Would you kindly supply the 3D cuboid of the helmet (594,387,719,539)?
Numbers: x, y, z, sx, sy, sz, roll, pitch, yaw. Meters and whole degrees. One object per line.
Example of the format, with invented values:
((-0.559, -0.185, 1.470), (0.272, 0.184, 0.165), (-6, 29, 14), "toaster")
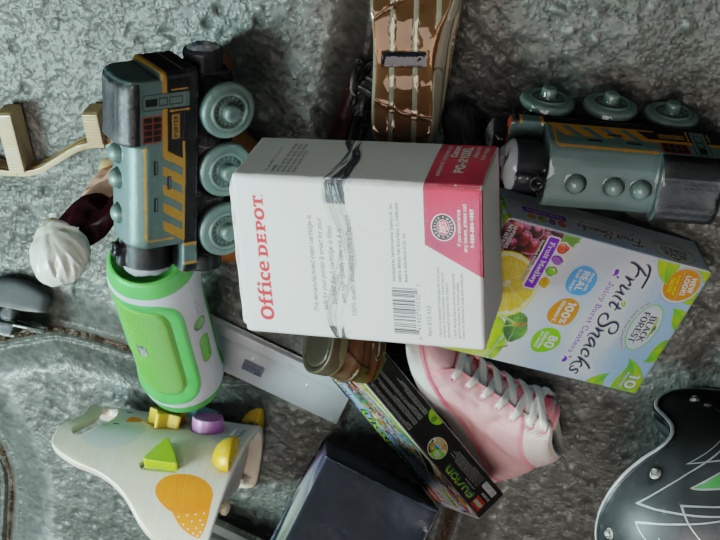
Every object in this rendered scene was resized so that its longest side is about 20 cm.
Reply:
((0.312, 0.216, 1.297), (0.200, 0.191, 0.200), (6, 120, 11), "helmet")

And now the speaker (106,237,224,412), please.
((-0.179, 0.047, 1.355), (0.088, 0.089, 0.200), (7, 142, 11), "speaker")

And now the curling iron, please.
((-0.028, -0.095, 1.273), (0.026, 0.050, 0.200), (22, 108, -4), "curling iron")

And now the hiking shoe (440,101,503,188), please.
((0.075, -0.051, 1.277), (0.101, 0.076, 0.200), (-3, 119, 13), "hiking shoe")

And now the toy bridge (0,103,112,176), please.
((-0.323, -0.122, 1.372), (0.200, 0.027, 0.067), (2, 122, 14), "toy bridge")

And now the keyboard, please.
((-0.104, 0.090, 1.447), (0.200, 0.011, 0.056), (25, 128, 0), "keyboard")

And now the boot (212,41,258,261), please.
((-0.096, -0.094, 1.303), (0.155, 0.077, 0.200), (16, 112, -3), "boot")

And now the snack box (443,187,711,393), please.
((0.179, 0.020, 1.261), (0.200, 0.053, 0.142), (14, 123, -20), "snack box")

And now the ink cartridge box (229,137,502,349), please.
((0.007, -0.024, 1.166), (0.200, 0.084, 0.145), (4, 119, 14), "ink cartridge box")

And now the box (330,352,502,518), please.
((0.042, 0.143, 1.374), (0.035, 0.110, 0.200), (-42, 100, -14), "box")

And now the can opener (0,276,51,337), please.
((-0.408, 0.027, 1.478), (0.200, 0.053, 0.067), (13, 89, 8), "can opener")

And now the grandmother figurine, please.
((-0.233, -0.049, 1.288), (0.121, 0.200, 0.061), (-35, 105, 29), "grandmother figurine")

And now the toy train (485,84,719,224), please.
((0.202, -0.091, 1.184), (0.200, 0.114, 0.085), (6, 121, -4), "toy train")

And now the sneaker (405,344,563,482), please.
((0.124, 0.112, 1.357), (0.105, 0.075, 0.200), (-16, 122, 27), "sneaker")

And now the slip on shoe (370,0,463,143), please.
((0.048, -0.195, 1.214), (0.076, 0.061, 0.200), (5, 102, 11), "slip on shoe")

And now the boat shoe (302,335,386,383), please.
((0.000, 0.000, 1.290), (0.068, 0.072, 0.200), (16, 83, -32), "boat shoe")

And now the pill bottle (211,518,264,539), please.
((-0.128, 0.333, 1.529), (0.200, 0.114, 0.114), (26, 122, 0), "pill bottle")

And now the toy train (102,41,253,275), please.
((-0.154, -0.088, 1.203), (0.114, 0.085, 0.200), (-10, 119, -28), "toy train")

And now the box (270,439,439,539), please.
((-0.028, 0.277, 1.379), (0.123, 0.200, 0.199), (28, 87, -1), "box")

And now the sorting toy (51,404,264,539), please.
((-0.200, 0.176, 1.429), (0.180, 0.200, 0.107), (15, 103, 7), "sorting toy")
